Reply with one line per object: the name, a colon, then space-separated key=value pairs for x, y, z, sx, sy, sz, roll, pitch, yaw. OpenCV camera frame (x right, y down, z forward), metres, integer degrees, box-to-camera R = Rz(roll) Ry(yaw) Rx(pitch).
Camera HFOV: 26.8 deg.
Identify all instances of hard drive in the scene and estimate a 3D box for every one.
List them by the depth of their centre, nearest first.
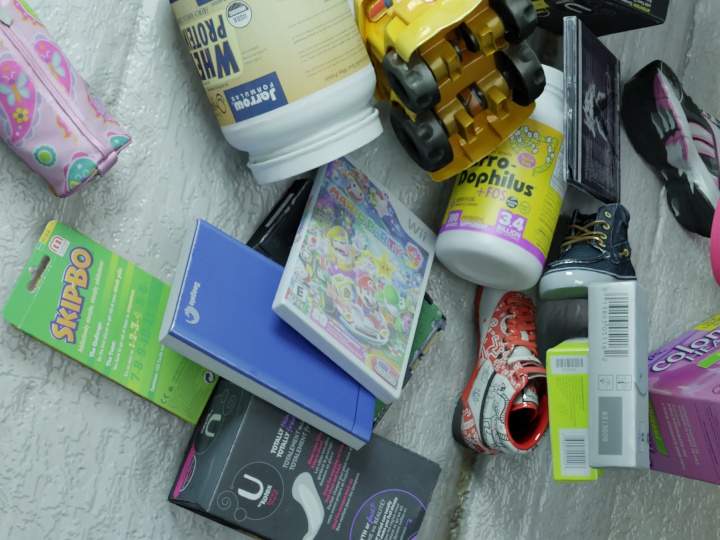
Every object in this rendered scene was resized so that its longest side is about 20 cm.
hard drive: x=-0.071 y=0.053 z=1.284 sx=0.199 sy=0.025 sz=0.133 roll=31 pitch=41 yaw=-21
hard drive: x=-0.026 y=0.033 z=1.381 sx=0.200 sy=0.038 sz=0.140 roll=43 pitch=72 yaw=-20

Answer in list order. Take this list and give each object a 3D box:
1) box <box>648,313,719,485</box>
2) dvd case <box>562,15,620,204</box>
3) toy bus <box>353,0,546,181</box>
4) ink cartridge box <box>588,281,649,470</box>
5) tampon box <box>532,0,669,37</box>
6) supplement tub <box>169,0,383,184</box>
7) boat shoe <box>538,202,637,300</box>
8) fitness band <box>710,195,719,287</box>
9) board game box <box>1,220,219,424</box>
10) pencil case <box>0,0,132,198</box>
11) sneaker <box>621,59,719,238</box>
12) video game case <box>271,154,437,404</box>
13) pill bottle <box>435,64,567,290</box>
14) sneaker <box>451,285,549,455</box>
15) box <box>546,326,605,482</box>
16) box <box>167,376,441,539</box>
box: x=0.373 y=0.125 z=1.498 sx=0.175 sy=0.199 sz=0.098 roll=-26 pitch=102 yaw=-24
dvd case: x=0.222 y=-0.147 z=1.445 sx=0.200 sy=0.016 sz=0.151 roll=12 pitch=78 yaw=-69
toy bus: x=0.056 y=-0.211 z=1.329 sx=0.135 sy=0.201 sz=0.192 roll=-34 pitch=61 yaw=-8
ink cartridge box: x=0.250 y=0.102 z=1.384 sx=0.200 sy=0.047 sz=0.162 roll=19 pitch=70 yaw=-67
tampon box: x=0.218 y=-0.340 z=1.439 sx=0.125 sy=0.149 sz=0.202 roll=15 pitch=84 yaw=-26
supplement tub: x=-0.071 y=-0.190 z=1.295 sx=0.143 sy=0.144 sz=0.202 roll=-27 pitch=102 yaw=-24
boat shoe: x=0.216 y=-0.019 z=1.452 sx=0.200 sy=0.070 sz=0.092 roll=4 pitch=81 yaw=-67
fitness band: x=0.423 y=-0.068 z=1.575 sx=0.201 sy=0.037 sz=0.144 roll=-55 pitch=140 yaw=-25
board game box: x=-0.204 y=0.045 z=1.295 sx=0.199 sy=0.030 sz=0.096 roll=33 pitch=75 yaw=-27
pencil case: x=-0.274 y=-0.157 z=1.224 sx=0.087 sy=0.087 sz=0.201 roll=-43 pitch=109 yaw=-20
sneaker: x=0.339 y=-0.135 z=1.555 sx=0.086 sy=0.080 sz=0.201 roll=-43 pitch=121 yaw=-25
video game case: x=0.000 y=0.000 z=1.335 sx=0.143 sy=0.018 sz=0.201 roll=40 pitch=42 yaw=-24
pill bottle: x=0.145 y=-0.091 z=1.425 sx=0.104 sy=0.104 sz=0.202 roll=26 pitch=71 yaw=-25
sneaker: x=0.152 y=0.077 z=1.434 sx=0.067 sy=0.108 sz=0.204 roll=18 pitch=82 yaw=-26
box: x=0.219 y=0.123 z=1.435 sx=0.200 sy=0.047 sz=0.124 roll=-13 pitch=100 yaw=-71
box: x=-0.049 y=0.187 z=1.332 sx=0.199 sy=0.106 sz=0.123 roll=28 pitch=76 yaw=-24
